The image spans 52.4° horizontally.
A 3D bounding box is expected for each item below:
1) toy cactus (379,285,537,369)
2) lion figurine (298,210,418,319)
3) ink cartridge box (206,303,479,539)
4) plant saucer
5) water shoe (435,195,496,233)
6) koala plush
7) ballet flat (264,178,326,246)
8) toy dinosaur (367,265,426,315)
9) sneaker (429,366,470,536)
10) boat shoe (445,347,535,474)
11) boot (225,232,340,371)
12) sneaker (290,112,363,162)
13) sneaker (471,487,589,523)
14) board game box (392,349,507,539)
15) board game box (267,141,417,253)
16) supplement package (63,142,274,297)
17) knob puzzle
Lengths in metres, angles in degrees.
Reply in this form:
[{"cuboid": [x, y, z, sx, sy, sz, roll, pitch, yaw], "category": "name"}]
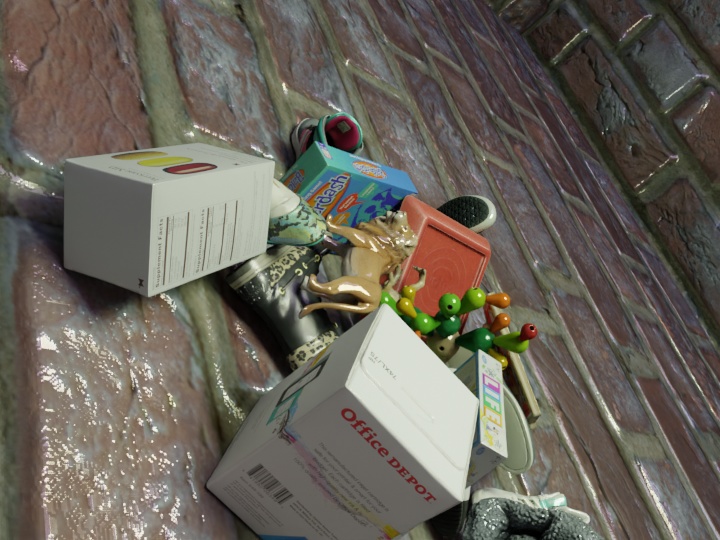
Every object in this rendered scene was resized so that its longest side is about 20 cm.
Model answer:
[{"cuboid": [0.110, 0.084, 0.921, 0.199, 0.165, 0.103, 6, 62, 3], "category": "toy cactus"}, {"cuboid": [0.000, 0.000, 0.872, 0.122, 0.073, 0.201, 23, 49, -9], "category": "lion figurine"}, {"cuboid": [-0.012, 0.166, 0.706, 0.147, 0.200, 0.146, 46, 29, -10], "category": "ink cartridge box"}, {"cuboid": [0.108, 0.018, 1.075, 0.199, 0.201, 0.037, 24, -4, -40], "category": "plant saucer"}, {"cuboid": [0.155, -0.068, 1.211, 0.079, 0.200, 0.072, 25, 63, -36], "category": "water shoe"}, {"cuboid": [0.188, 0.380, 0.798, 0.200, 0.183, 0.178, -46, 113, -40], "category": "koala plush"}, {"cuboid": [-0.123, -0.084, 0.873, 0.199, 0.075, 0.074, 21, 9, 37], "category": "ballet flat"}, {"cuboid": [0.046, 0.039, 0.983, 0.200, 0.058, 0.102, 22, 85, -41], "category": "toy dinosaur"}, {"cuboid": [0.123, 0.218, 0.894, 0.088, 0.074, 0.201, 3, 85, -39], "category": "sneaker"}, {"cuboid": [0.183, 0.177, 0.984, 0.062, 0.073, 0.200, 14, 40, -47], "category": "boat shoe"}, {"cuboid": [-0.065, 0.036, 0.915, 0.154, 0.073, 0.203, 57, 30, 2], "category": "boot"}, {"cuboid": [-0.053, -0.207, 1.149, 0.083, 0.121, 0.201, 34, 33, -28], "category": "sneaker"}, {"cuboid": [0.233, 0.325, 0.990, 0.200, 0.088, 0.076, 26, 39, -37], "category": "sneaker"}, {"cuboid": [0.079, 0.195, 0.798, 0.034, 0.200, 0.135, 32, 34, -14], "category": "board game box"}, {"cuboid": [-0.036, -0.091, 1.010, 0.200, 0.152, 0.045, 8, 47, -50], "category": "board game box"}, {"cuboid": [-0.191, -0.061, 0.758, 0.113, 0.110, 0.200, 16, 20, 21], "category": "supplement package"}, {"cuboid": [0.207, 0.139, 1.068, 0.220, 0.030, 0.221, -19, 90, -88], "category": "knob puzzle"}]
